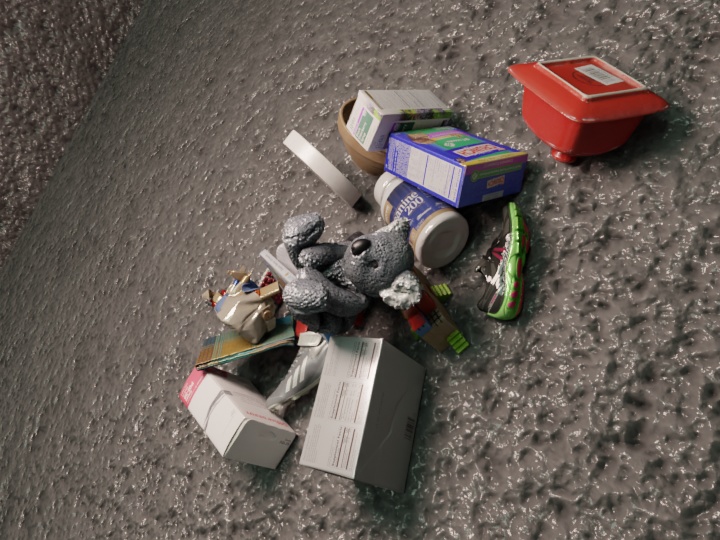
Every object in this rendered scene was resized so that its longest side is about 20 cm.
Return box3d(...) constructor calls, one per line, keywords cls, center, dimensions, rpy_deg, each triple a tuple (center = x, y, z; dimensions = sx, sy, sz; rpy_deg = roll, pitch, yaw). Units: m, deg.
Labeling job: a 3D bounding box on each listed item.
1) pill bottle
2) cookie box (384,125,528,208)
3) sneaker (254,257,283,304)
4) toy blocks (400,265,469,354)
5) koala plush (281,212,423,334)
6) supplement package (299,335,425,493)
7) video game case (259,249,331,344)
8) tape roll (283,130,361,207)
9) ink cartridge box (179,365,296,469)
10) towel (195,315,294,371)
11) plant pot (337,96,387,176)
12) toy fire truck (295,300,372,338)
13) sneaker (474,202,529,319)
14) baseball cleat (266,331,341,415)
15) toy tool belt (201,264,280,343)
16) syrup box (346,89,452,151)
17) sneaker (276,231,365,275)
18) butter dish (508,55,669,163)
box3d(cls="pill bottle", center=(0.104, -0.106, 1.042), dimensions=(0.111, 0.111, 0.201), rpy_deg=(-44, 47, 8))
box3d(cls="cookie box", center=(0.168, -0.193, 1.003), dimensions=(0.199, 0.168, 0.077), rpy_deg=(35, 130, 42))
box3d(cls="sneaker", center=(-0.221, 0.055, 1.230), dimensions=(0.074, 0.080, 0.203), rpy_deg=(30, 86, 45))
box3d(cls="toy blocks", center=(0.092, 0.045, 0.951), dimensions=(0.099, 0.136, 0.202), rpy_deg=(-39, 48, 12))
box3d(cls="koala plush", center=(0.000, 0.000, 0.877), dimensions=(0.195, 0.185, 0.181), rpy_deg=(-20, 52, 15))
box3d(cls="supplement package", center=(0.010, 0.230, 0.899), dimensions=(0.108, 0.155, 0.206), rpy_deg=(-1, 65, 35))
box3d(cls="video game case", center=(-0.115, 0.048, 1.021), dimensions=(0.018, 0.145, 0.199), rpy_deg=(-35, 30, -13))
box3d(cls="tape roll", center=(-0.080, -0.215, 1.186), dimensions=(0.037, 0.202, 0.203), rpy_deg=(-46, 47, 3))
box3d(cls="ink cartridge box", center=(-0.236, 0.276, 1.071), dimensions=(0.198, 0.146, 0.084), rpy_deg=(32, 88, 44))
box3d(cls="towel", center=(-0.224, 0.142, 1.118), dimensions=(0.194, 0.022, 0.147), rpy_deg=(-16, 15, -4))
box3d(cls="plant pot", center=(0.040, -0.265, 1.166), dimensions=(0.094, 0.195, 0.205), rpy_deg=(114, 149, -45))
box3d(cls="toy fire truck", center=(-0.042, 0.051, 1.113), dimensions=(0.138, 0.048, 0.205), rpy_deg=(3, 67, 40))
box3d(cls="sneaker", center=(0.229, -0.022, 0.923), dimensions=(0.082, 0.077, 0.206), rpy_deg=(0, 65, 33))
box3d(cls="baseball cleat", center=(-0.110, 0.182, 1.066), dimensions=(0.197, 0.070, 0.108), rpy_deg=(-33, 79, 8))
box3d(cls="toy tool belt", center=(-0.228, 0.053, 1.122), dimensions=(0.124, 0.125, 0.199), rpy_deg=(-53, 33, -7))
box3d(cls="syrup box", center=(0.076, -0.288, 1.068), dimensions=(0.082, 0.196, 0.080), rpy_deg=(50, 134, 26))
box3d(cls="sneaker", center=(-0.053, -0.027, 1.043), dimensions=(0.194, 0.114, 0.078), rpy_deg=(9, 115, 22))
box3d(cls="butter dish", center=(0.352, -0.248, 0.915), dimensions=(0.194, 0.151, 0.202), rpy_deg=(-13, 44, -19))
